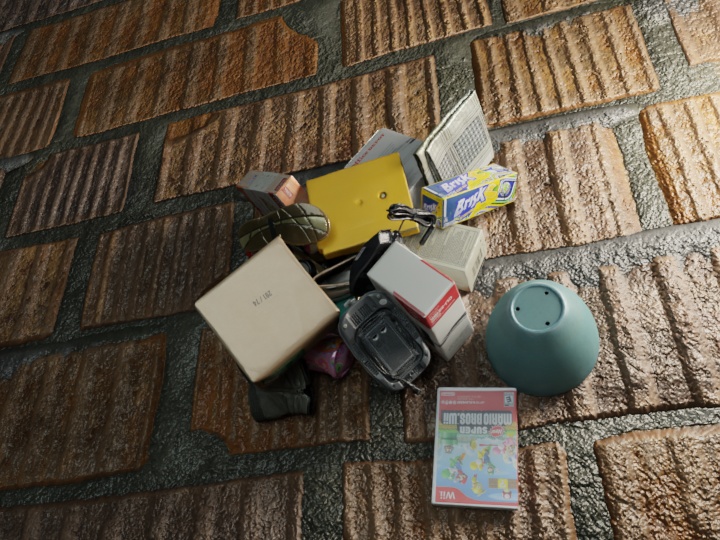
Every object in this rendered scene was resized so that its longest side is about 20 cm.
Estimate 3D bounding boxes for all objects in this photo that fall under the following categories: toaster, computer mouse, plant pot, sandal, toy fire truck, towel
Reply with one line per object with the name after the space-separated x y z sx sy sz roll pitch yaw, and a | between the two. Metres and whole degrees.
0.042 0.131 1.151 0.113 0.129 0.201 -41 92 -7 | toaster
0.054 -0.041 1.171 0.046 0.139 0.202 48 123 35 | computer mouse
0.307 0.096 1.104 0.197 0.135 0.203 -9 57 15 | plant pot
-0.145 -0.080 1.243 0.197 0.054 0.082 -11 88 23 | sandal
-0.184 0.038 1.308 0.175 0.128 0.202 35 102 20 | toy fire truck
0.199 -0.234 1.312 0.034 0.193 0.201 29 71 38 | towel

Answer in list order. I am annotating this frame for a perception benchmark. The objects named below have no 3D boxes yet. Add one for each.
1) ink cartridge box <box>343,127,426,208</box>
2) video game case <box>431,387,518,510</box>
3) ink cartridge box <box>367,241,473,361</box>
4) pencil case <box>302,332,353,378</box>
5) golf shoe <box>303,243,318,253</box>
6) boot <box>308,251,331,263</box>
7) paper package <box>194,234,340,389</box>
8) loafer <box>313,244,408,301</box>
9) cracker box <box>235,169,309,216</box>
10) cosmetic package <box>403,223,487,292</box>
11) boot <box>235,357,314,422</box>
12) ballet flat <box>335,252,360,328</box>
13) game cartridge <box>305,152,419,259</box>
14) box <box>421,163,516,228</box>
0.082 -0.210 1.388 0.147 0.086 0.199 -49 46 -12 | ink cartridge box
0.195 0.297 1.092 0.141 0.018 0.203 -3 59 18 | video game case
0.112 0.060 1.158 0.084 0.200 0.144 -47 56 -9 | ink cartridge box
-0.112 0.151 1.256 0.197 0.088 0.088 10 63 26 | pencil case
-0.022 -0.086 1.308 0.199 0.092 0.075 -37 21 0 | golf shoe
-0.073 -0.041 1.374 0.198 0.074 0.076 -31 66 9 | boot
-0.162 0.078 1.159 0.199 0.104 0.191 -38 75 -12 | paper package
0.000 0.000 1.225 0.198 0.063 0.073 -26 60 10 | loafer
-0.171 -0.146 1.386 0.058 0.134 0.199 -51 33 -16 | cracker box
0.140 -0.040 1.277 0.197 0.088 0.104 17 68 26 | cosmetic package
-0.159 0.183 1.216 0.129 0.068 0.203 -17 91 18 | boot
-0.007 0.034 1.297 0.067 0.067 0.202 7 61 30 | ballet flat
0.001 -0.125 1.249 0.197 0.032 0.179 -16 63 9 | game cartridge
0.215 -0.151 1.275 0.198 0.065 0.070 -22 36 -28 | box
